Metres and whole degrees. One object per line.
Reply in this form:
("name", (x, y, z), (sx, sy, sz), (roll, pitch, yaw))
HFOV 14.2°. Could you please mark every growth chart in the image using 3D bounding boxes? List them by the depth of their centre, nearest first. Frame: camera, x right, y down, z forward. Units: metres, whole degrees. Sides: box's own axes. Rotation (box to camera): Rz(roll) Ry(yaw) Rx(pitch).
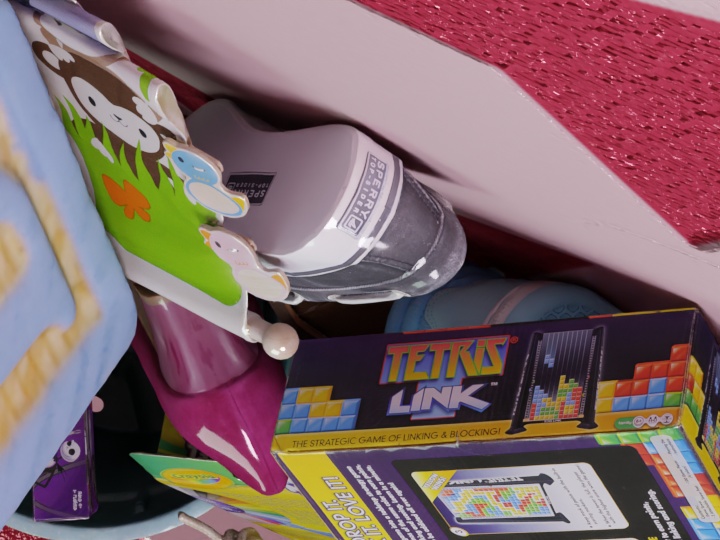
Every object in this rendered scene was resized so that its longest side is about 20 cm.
("growth chart", (-0.098, -0.054, 1.035), (0.145, 0.018, 0.200), (20, 148, 44))

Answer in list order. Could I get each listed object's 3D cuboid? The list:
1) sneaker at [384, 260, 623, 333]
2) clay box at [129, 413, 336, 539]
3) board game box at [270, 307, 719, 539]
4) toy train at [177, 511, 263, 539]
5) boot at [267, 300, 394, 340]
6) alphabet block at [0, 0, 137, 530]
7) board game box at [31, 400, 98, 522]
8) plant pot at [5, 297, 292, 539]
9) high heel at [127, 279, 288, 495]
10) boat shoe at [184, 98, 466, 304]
("sneaker", (0.091, 0.057, 1.223), (0.200, 0.080, 0.130), (43, 165, -36))
("clay box", (-0.005, 0.091, 1.272), (0.115, 0.048, 0.200), (4, 164, 27))
("board game box", (0.081, 0.096, 1.125), (0.165, 0.057, 0.200), (-4, 143, 25))
("toy train", (0.015, 0.171, 1.295), (0.200, 0.085, 0.116), (43, 154, -30))
("boot", (0.000, 0.000, 1.279), (0.200, 0.075, 0.074), (51, -158, -44))
("alphabet block", (-0.228, 0.003, 1.042), (0.200, 0.196, 0.197), (17, 145, 26))
("board game box", (-0.131, 0.007, 1.251), (0.032, 0.201, 0.120), (-2, 178, -8))
("plant pot", (-0.122, 0.020, 1.425), (0.200, 0.201, 0.196), (27, -176, -1))
("high heel", (-0.069, 0.032, 1.233), (0.200, 0.067, 0.096), (-106, -7, -77))
("boat shoe", (-0.024, -0.020, 1.102), (0.068, 0.072, 0.200), (31, 167, -26))
